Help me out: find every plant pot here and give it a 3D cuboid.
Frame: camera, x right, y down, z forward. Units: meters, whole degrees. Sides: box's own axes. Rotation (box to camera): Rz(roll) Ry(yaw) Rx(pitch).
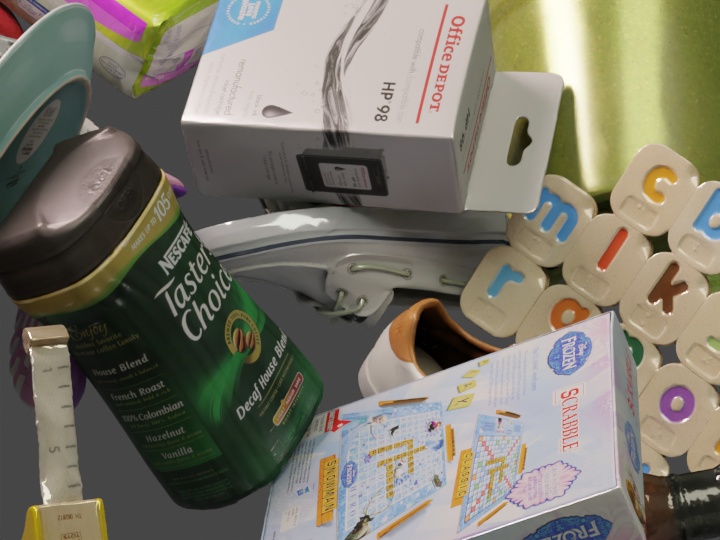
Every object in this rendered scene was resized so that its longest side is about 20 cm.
[{"bbox_3d":[0.158,-0.090,1.749,0.200,0.200,0.185,7,58,-14],"label":"plant pot"}]

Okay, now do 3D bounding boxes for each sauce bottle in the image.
[{"bbox_3d":[0.113,0.141,1.546,0.199,0.066,0.066,-9,49,-1],"label":"sauce bottle"}]

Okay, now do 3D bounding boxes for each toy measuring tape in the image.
[{"bbox_3d":[-0.158,0.131,1.466,0.073,0.074,0.201,-4,80,-24],"label":"toy measuring tape"}]

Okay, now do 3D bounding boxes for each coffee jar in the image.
[{"bbox_3d":[-0.110,0.025,1.527,0.200,0.085,0.104,53,44,-25],"label":"coffee jar"}]

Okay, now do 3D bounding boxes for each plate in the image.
[{"bbox_3d":[-0.193,-0.053,1.550,0.026,0.200,0.200,32,46,8],"label":"plate"}]

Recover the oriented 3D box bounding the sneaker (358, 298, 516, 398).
[{"bbox_3d":[0.083,0.098,1.600,0.200,0.085,0.073,43,48,12],"label":"sneaker"}]

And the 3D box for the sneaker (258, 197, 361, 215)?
[{"bbox_3d":[-0.018,-0.109,1.749,0.085,0.077,0.200,-5,53,10],"label":"sneaker"}]

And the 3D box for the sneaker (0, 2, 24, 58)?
[{"bbox_3d":[-0.219,-0.115,1.667,0.071,0.113,0.200,10,46,-12],"label":"sneaker"}]

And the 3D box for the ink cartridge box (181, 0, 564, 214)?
[{"bbox_3d":[0.009,-0.100,1.647,0.199,0.067,0.116,4,51,13],"label":"ink cartridge box"}]

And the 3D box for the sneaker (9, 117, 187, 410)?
[{"bbox_3d":[-0.142,0.001,1.618,0.088,0.081,0.200,21,44,-14],"label":"sneaker"}]

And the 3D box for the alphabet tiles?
[{"bbox_3d":[0.160,0.037,1.638,0.200,0.196,0.015,35,9,14],"label":"alphabet tiles"}]

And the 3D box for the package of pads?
[{"bbox_3d":[-0.132,-0.196,1.786,0.154,0.068,0.200,36,36,13],"label":"package of pads"}]

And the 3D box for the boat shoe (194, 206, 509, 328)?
[{"bbox_3d":[0.000,0.000,1.670,0.199,0.074,0.067,-4,82,-19],"label":"boat shoe"}]

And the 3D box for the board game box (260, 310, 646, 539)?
[{"bbox_3d":[0.047,0.111,1.484,0.199,0.041,0.200,-20,22,13],"label":"board game box"}]
